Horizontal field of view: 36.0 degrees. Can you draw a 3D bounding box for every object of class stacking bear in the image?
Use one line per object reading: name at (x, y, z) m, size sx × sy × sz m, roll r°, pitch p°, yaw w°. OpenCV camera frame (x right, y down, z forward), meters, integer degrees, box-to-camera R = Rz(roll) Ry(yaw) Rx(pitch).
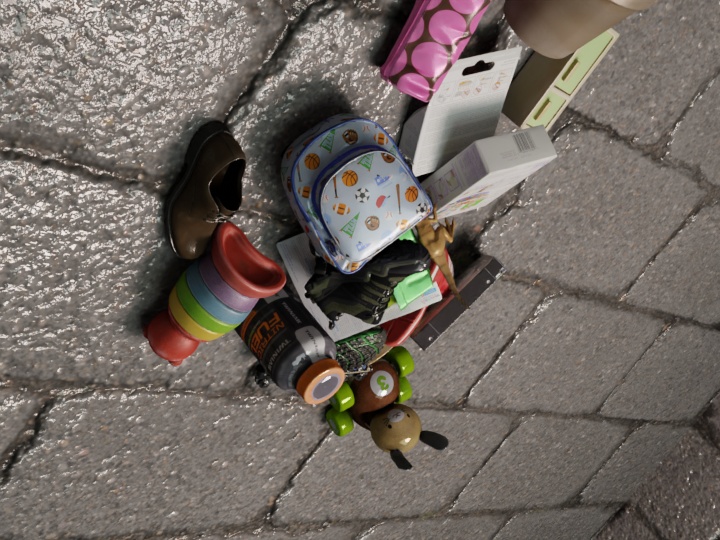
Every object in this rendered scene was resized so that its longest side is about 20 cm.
stacking bear at (-0.219, 0.049, 1.543) m, size 0.200 × 0.121 × 0.114 m, roll -43°, pitch -170°, yaw 22°

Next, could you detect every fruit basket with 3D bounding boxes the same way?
fruit basket at (0.000, 0.000, 1.664) m, size 0.199 × 0.094 × 0.186 m, roll -20°, pitch 112°, yaw 12°

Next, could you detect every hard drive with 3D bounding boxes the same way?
hard drive at (0.164, 0.053, 1.939) m, size 0.200 × 0.038 × 0.140 m, roll -44°, pitch -176°, yaw 0°

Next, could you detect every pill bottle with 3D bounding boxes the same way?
pill bottle at (-0.106, 0.106, 1.637) m, size 0.106 × 0.200 × 0.106 m, roll -27°, pitch 144°, yaw -22°

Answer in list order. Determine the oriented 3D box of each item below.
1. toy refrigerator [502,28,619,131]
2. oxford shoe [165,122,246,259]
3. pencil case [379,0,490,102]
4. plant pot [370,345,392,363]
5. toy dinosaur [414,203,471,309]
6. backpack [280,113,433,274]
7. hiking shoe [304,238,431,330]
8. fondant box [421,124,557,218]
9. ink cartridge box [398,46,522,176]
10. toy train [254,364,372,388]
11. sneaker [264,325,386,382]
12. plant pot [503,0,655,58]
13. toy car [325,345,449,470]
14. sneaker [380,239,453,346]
toy refrigerator at (0.307, -0.308, 1.721) m, size 0.076 × 0.070 × 0.200 m, roll 14°, pitch 118°, yaw -52°
oxford shoe at (-0.199, -0.084, 1.436) m, size 0.073 × 0.084 × 0.200 m, roll -13°, pitch 138°, yaw -39°
pencil case at (0.097, -0.322, 1.473) m, size 0.093 × 0.091 × 0.200 m, roll -5°, pitch 133°, yaw -43°
plant pot at (0.010, 0.092, 1.900) m, size 0.200 × 0.027 × 0.200 m, roll -27°, pitch 143°, yaw -23°
toy dinosaur at (0.112, -0.032, 1.662) m, size 0.060 × 0.201 × 0.106 m, roll -27°, pitch -179°, yaw 25°
backpack at (-0.013, -0.112, 1.508) m, size 0.200 × 0.154 × 0.191 m, roll -38°, pitch 105°, yaw -11°
hiking shoe at (0.023, 0.022, 1.582) m, size 0.101 × 0.199 × 0.076 m, roll 62°, pitch 32°, yaw -19°
fondant box at (0.184, -0.146, 1.704) m, size 0.144 × 0.058 × 0.200 m, roll -17°, pitch 168°, yaw -34°
ink cartridge box at (0.144, -0.244, 1.647) m, size 0.162 × 0.057 × 0.201 m, roll -18°, pitch 136°, yaw -32°
toy train at (-0.076, 0.162, 1.829) m, size 0.199 × 0.034 × 0.046 m, roll -3°, pitch 125°, yaw -14°
sneaker at (-0.057, 0.112, 1.751) m, size 0.199 × 0.085 × 0.078 m, roll -11°, pitch 142°, yaw 6°
plant pot at (0.294, -0.395, 1.530) m, size 0.200 × 0.200 × 0.174 m, roll -6°, pitch 150°, yaw -42°
toy car at (0.059, 0.266, 1.986) m, size 0.164 × 0.200 × 0.158 m, roll -27°, pitch 144°, yaw -23°
sneaker at (0.107, 0.052, 1.858) m, size 0.200 × 0.078 × 0.116 m, roll -61°, pitch 144°, yaw -11°
